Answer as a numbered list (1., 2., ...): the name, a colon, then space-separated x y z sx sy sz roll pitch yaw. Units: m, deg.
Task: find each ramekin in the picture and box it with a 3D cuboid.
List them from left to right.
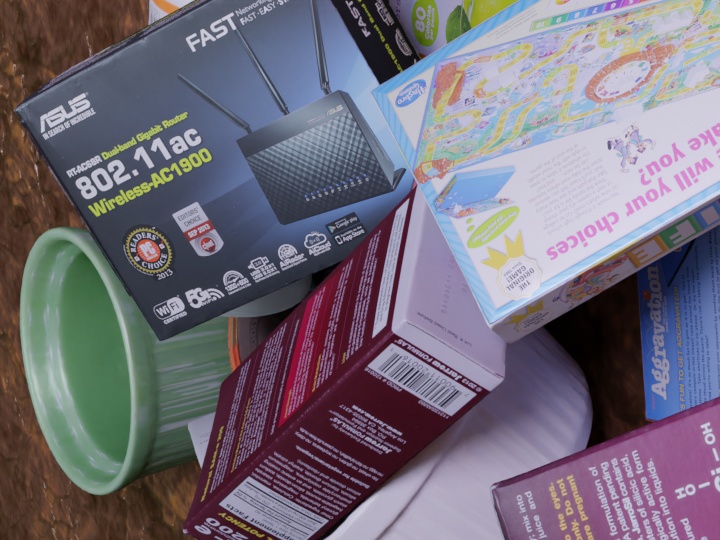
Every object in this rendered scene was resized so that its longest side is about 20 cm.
1. ramekin: -0.171 0.060 1.449 0.200 0.098 0.200 23 118 54
2. ramekin: 0.040 0.101 1.045 0.094 0.203 0.202 36 149 -13

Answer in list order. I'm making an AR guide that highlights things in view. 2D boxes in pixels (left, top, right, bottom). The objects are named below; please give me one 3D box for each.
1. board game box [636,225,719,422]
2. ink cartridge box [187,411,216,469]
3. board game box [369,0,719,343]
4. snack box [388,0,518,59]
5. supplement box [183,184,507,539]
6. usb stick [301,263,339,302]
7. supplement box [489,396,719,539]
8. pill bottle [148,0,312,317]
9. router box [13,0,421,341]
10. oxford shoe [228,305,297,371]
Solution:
1. board game box: 0.173 -0.018 0.945 0.103 0.019 0.200 9 106 56
2. ink cartridge box: -0.050 0.204 1.244 0.174 0.043 0.200 -126 15 -73
3. board game box: 0.120 -0.075 0.877 0.200 0.034 0.135 -30 66 11
4. snack box: 0.054 -0.108 1.065 0.200 0.068 0.169 31 126 53
5. supplement box: -0.005 0.055 0.962 0.200 0.061 0.109 -44 23 39
6. usb stick: 0.000 0.000 1.150 0.200 0.055 0.033 169 83 -76
7. supplement box: 0.179 0.102 0.814 0.200 0.131 0.103 -27 76 36
8. pill bottle: -0.067 -0.082 1.102 0.114 0.114 0.200 41 134 46
9. router box: -0.058 -0.069 1.002 0.200 0.062 0.150 -24 104 28
10. oxford shoe: -0.029 0.074 1.252 0.073 0.071 0.200 -56 45 37
